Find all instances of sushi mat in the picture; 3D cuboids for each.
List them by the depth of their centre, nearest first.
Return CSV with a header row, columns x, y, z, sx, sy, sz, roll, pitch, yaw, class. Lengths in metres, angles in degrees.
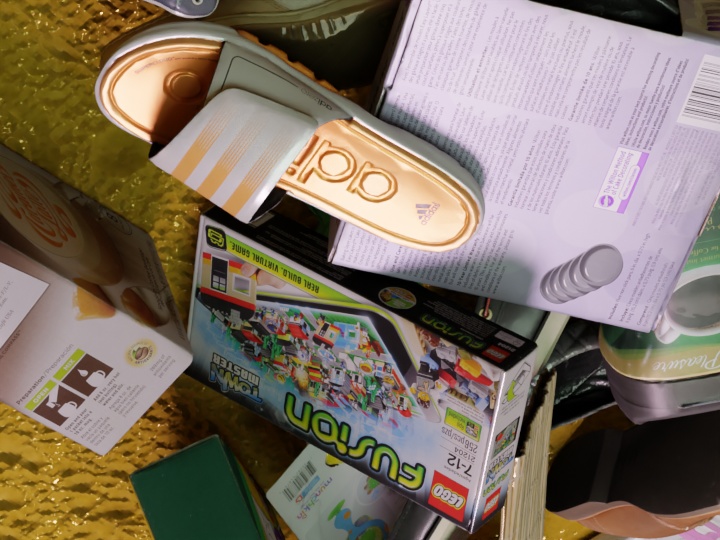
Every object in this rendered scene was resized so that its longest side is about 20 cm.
x,y,z,sx,sy,sz,roll,pitch,yaw,class
0.093,0.160,1.381,0.012,0.096,0.200,10,125,13,sushi mat

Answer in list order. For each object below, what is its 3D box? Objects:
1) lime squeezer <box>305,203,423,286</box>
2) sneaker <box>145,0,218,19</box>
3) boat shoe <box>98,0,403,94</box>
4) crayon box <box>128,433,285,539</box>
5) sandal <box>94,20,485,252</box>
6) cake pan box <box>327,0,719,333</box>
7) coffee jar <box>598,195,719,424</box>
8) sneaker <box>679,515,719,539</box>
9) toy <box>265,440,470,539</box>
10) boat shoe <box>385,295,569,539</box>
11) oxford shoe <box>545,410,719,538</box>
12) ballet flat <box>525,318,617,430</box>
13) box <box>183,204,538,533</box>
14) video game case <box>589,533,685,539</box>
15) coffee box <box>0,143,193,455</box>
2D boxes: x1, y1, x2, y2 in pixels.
x,y,z,sx,sy,sz,roll,pitch,yaw,class
0.000,0.000,1.345,0.038,0.071,0.200,-32,100,25,lime squeezer
-0.045,-0.199,1.164,0.202,0.077,0.147,-4,115,-6,sneaker
-0.043,-0.123,1.235,0.199,0.066,0.074,-14,137,-15,boat shoe
-0.056,0.196,1.340,0.058,0.173,0.200,-25,165,-1,crayon box
-0.031,-0.053,1.179,0.206,0.059,0.079,23,127,-13,sandal
0.094,-0.069,1.229,0.184,0.052,0.200,10,130,-9,cake pan box
0.182,-0.014,1.359,0.104,0.085,0.201,-9,113,-7,coffee jar
0.268,0.095,1.499,0.080,0.089,0.200,32,121,-30,sneaker
0.004,0.129,1.436,0.115,0.047,0.200,-50,146,-15,toy
0.061,0.078,1.392,0.063,0.074,0.202,26,94,6,boat shoe
0.192,0.126,1.437,0.071,0.200,0.071,29,71,-21,oxford shoe
0.153,0.060,1.444,0.200,0.057,0.067,-20,136,-5,ballet flat
-0.004,0.048,1.301,0.035,0.200,0.110,-34,142,-46,box
0.237,0.208,1.606,0.200,0.024,0.182,-31,129,2,video game case
-0.192,-0.005,1.236,0.200,0.114,0.080,32,109,-36,coffee box
